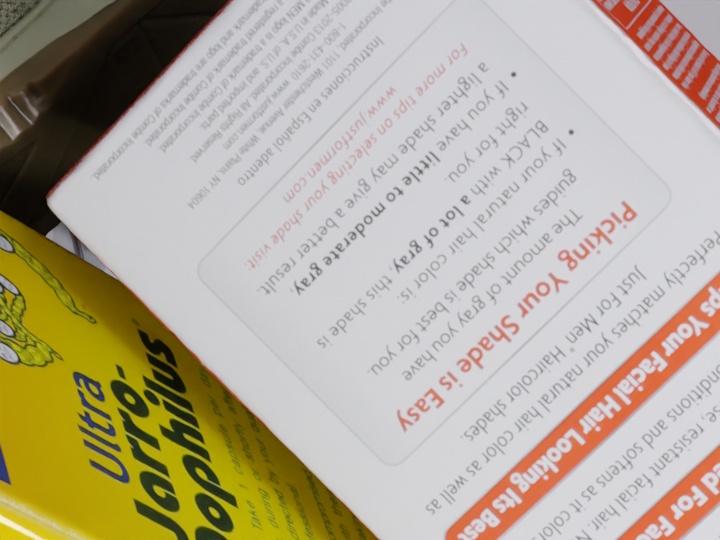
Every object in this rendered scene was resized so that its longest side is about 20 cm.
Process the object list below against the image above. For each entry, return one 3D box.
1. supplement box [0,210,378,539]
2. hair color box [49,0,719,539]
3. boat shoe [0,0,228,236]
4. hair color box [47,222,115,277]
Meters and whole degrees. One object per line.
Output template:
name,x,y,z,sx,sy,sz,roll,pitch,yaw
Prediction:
supplement box,-0.061,0.077,0.611,0.200,0.109,0.110,33,21,-35
hair color box,0.048,0.014,0.608,0.200,0.111,0.064,46,18,0
boat shoe,-0.103,-0.031,0.659,0.065,0.200,0.073,45,-17,29
hair color box,-0.149,-0.030,0.741,0.200,0.064,0.111,42,16,-3
